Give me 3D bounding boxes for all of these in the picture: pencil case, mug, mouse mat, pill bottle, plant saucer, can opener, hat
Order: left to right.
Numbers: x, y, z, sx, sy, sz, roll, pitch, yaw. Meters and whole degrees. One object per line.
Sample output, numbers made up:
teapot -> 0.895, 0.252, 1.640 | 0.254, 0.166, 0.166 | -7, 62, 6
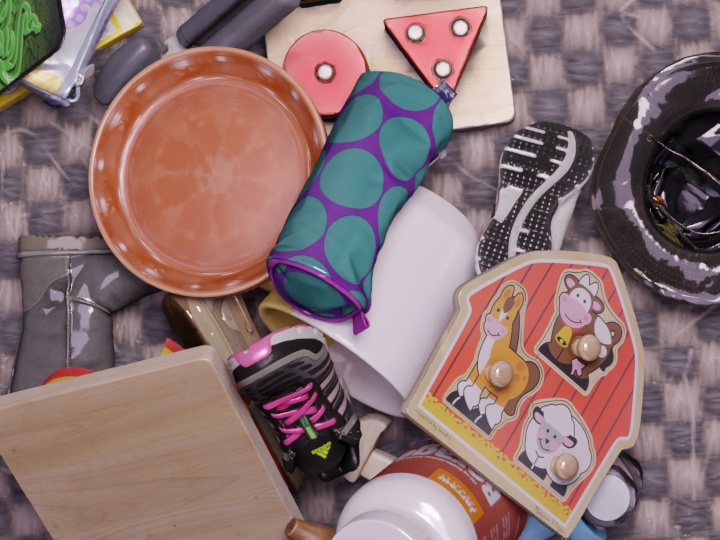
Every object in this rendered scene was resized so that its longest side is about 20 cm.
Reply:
mouse mat -> -0.306, -0.217, 1.503 | 0.160, 0.008, 0.201 | -32, 54, 25
pencil case -> -0.228, -0.235, 1.508 | 0.090, 0.083, 0.201 | 25, 88, 42
can opener -> -0.138, -0.186, 1.507 | 0.199, 0.067, 0.054 | -35, 67, 32
plant saucer -> -0.119, -0.077, 1.476 | 0.198, 0.032, 0.202 | -2, 83, 12
pencil case -> 0.003, -0.057, 1.409 | 0.092, 0.085, 0.201 | 35, 62, -15
mug -> 0.006, 0.002, 1.486 | 0.186, 0.149, 0.154 | 37, 76, -8
pill bottle -> 0.049, 0.195, 1.390 | 0.111, 0.200, 0.113 | 5, 104, 21
hat -> 0.286, -0.074, 1.508 | 0.199, 0.081, 0.203 | 0, 93, 11

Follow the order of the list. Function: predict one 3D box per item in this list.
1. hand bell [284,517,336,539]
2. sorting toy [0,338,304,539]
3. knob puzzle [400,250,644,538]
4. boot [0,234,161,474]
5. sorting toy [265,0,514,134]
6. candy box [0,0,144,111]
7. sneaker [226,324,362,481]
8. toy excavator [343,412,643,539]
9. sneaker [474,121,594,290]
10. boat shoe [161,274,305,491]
hand bell -> 0.021, 0.252, 1.467 | 0.199, 0.104, 0.104 | 36, 91, -19
sorting toy -> -0.164, 0.145, 1.463 | 0.198, 0.070, 0.200 | -14, 122, 17
knob puzzle -> 0.147, 0.073, 1.400 | 0.218, 0.030, 0.222 | 1, 87, -28
boot -> -0.212, 0.074, 1.536 | 0.180, 0.073, 0.202 | 0, 84, 12
sorting toy -> 0.017, -0.211, 1.522 | 0.198, 0.070, 0.201 | -7, 88, 3
candy box -> -0.293, -0.201, 1.568 | 0.199, 0.026, 0.103 | -30, 86, 2
sneaker -> -0.041, 0.108, 1.415 | 0.073, 0.200, 0.088 | -24, 65, 4
toy excavator -> 0.105, 0.165, 1.511 | 0.199, 0.100, 0.195 | -36, 87, 11
sneaker -> 0.134, -0.038, 1.497 | 0.073, 0.080, 0.201 | 19, 53, 11
boat shoe -> -0.087, 0.089, 1.517 | 0.064, 0.071, 0.201 | -37, 112, -26
